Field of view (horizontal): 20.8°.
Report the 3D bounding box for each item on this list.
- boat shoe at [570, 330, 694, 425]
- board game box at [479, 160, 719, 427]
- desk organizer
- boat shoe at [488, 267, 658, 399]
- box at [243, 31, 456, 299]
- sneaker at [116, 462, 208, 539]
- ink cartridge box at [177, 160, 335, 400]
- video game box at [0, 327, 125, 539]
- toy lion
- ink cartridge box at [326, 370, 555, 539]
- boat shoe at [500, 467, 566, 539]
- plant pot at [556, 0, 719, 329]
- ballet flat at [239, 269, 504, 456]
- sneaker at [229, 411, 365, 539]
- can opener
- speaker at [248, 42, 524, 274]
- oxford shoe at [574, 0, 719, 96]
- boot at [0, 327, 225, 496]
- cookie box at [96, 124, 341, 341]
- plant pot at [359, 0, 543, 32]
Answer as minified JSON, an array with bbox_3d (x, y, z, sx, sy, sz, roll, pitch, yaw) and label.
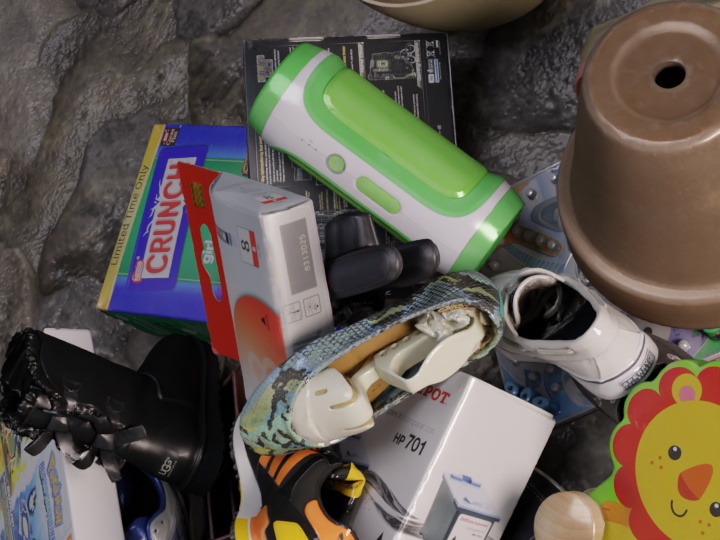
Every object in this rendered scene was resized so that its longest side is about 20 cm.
[{"bbox_3d":[0.211,0.093,1.305,0.200,0.057,0.067,36,99,30],"label":"boat shoe"},{"bbox_3d":[0.174,-0.005,1.415,0.200,0.026,0.201,-26,56,23],"label":"board game box"},{"bbox_3d":[-0.092,0.184,1.481,0.072,0.077,0.201,-22,58,25],"label":"desk organizer"},{"bbox_3d":[0.124,0.030,1.338,0.072,0.066,0.200,-47,27,-2],"label":"boat shoe"},{"bbox_3d":[-0.006,-0.078,1.488,0.160,0.044,0.201,-3,76,-5],"label":"box"},{"bbox_3d":[-0.157,0.230,1.500,0.075,0.088,0.201,-28,57,19],"label":"sneaker"},{"bbox_3d":[-0.089,0.013,1.406,0.200,0.050,0.163,17,121,54],"label":"ink cartridge box"},{"bbox_3d":[-0.245,0.178,1.554,0.182,0.047,0.201,-54,41,44],"label":"video game box"},{"bbox_3d":[0.218,0.165,1.235,0.192,0.069,0.200,-40,65,29],"label":"toy lion"},{"bbox_3d":[0.031,0.163,1.372,0.146,0.086,0.201,17,82,62],"label":"ink cartridge box"},{"bbox_3d":[0.125,0.207,1.330,0.075,0.062,0.200,-38,50,18],"label":"boat shoe"},{"bbox_3d":[0.219,-0.084,1.296,0.199,0.175,0.201,-7,62,14],"label":"plant pot"},{"bbox_3d":[0.009,0.068,1.301,0.200,0.074,0.074,-35,53,1],"label":"ballet flat"},{"bbox_3d":[-0.037,0.150,1.354,0.090,0.070,0.200,-22,27,10],"label":"sneaker"},{"bbox_3d":[0.000,0.000,1.348,0.063,0.200,0.079,-18,94,-15],"label":"can opener"},{"bbox_3d":[0.019,-0.079,1.423,0.200,0.088,0.089,37,93,5],"label":"speaker"},{"bbox_3d":[0.248,-0.179,1.417,0.199,0.071,0.074,-13,48,24],"label":"oxford shoe"},{"bbox_3d":[-0.189,0.086,1.472,0.074,0.162,0.198,-60,22,20],"label":"boot"},{"bbox_3d":[-0.097,-0.028,1.581,0.199,0.075,0.172,4,71,36],"label":"cookie box"},{"bbox_3d":[0.087,-0.265,1.522,0.200,0.134,0.201,-15,61,28],"label":"plant pot"}]
